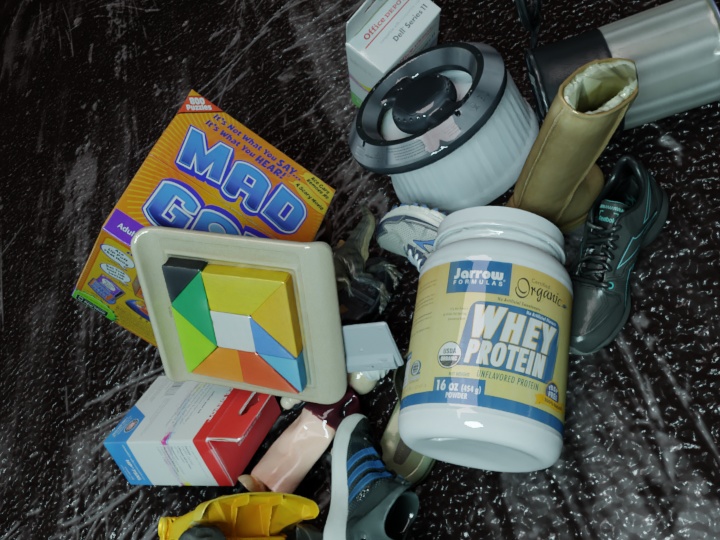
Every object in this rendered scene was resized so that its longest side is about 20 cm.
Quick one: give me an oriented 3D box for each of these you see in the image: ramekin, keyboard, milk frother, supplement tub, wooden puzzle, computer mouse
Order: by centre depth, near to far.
[{"bbox_3d":[0.114,0.062,0.687,0.142,0.144,0.205,-4,64,32],"label":"supplement tub"},{"bbox_3d":[-0.116,0.050,0.746,0.194,0.189,0.038,4,34,14],"label":"wooden puzzle"},{"bbox_3d":[-0.054,0.084,0.784,0.195,0.057,0.011,-8,29,25],"label":"keyboard"},{"bbox_3d":[0.260,-0.255,0.807,0.184,0.202,0.183,-17,38,11],"label":"milk frother"},{"bbox_3d":[-0.021,0.073,0.885,0.058,0.034,0.202,30,83,42],"label":"computer mouse"},{"bbox_3d":[0.108,-0.174,0.937,0.196,0.098,0.204,-20,47,22],"label":"ramekin"}]

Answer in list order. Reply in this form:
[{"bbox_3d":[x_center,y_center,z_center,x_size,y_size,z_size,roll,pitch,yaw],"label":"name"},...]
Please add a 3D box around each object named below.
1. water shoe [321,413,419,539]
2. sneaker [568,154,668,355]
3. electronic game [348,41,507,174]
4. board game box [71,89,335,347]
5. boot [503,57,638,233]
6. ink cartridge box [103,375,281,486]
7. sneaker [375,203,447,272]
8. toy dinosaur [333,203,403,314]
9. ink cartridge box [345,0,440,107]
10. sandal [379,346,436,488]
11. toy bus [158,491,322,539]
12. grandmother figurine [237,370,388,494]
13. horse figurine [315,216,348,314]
[{"bbox_3d":[0.015,0.203,0.680,0.077,0.073,0.201,-9,29,8],"label":"water shoe"},{"bbox_3d":[0.230,-0.018,0.738,0.074,0.079,0.203,13,66,39],"label":"sneaker"},{"bbox_3d":[0.072,-0.186,0.869,0.196,0.042,0.203,-23,40,20],"label":"electronic game"},{"bbox_3d":[-0.182,-0.032,0.893,0.199,0.198,0.203,-36,26,55],"label":"board game box"},{"bbox_3d":[0.209,-0.112,0.721,0.066,0.202,0.174,41,57,17],"label":"boot"},{"bbox_3d":[-0.170,0.172,0.852,0.196,0.068,0.117,-8,29,31],"label":"ink cartridge box"},{"bbox_3d":[0.085,-0.014,0.843,0.197,0.077,0.087,13,68,42],"label":"sneaker"},{"bbox_3d":[0.000,0.000,0.828,0.087,0.048,0.201,30,46,3],"label":"toy dinosaur"},{"bbox_3d":[0.043,-0.285,1.000,0.067,0.200,0.118,39,81,11],"label":"ink cartridge box"},{"bbox_3d":[0.064,0.114,0.763,0.078,0.057,0.205,1,59,41],"label":"sandal"},{"bbox_3d":[-0.128,0.312,0.693,0.190,0.134,0.205,-23,62,45],"label":"toy bus"},{"bbox_3d":[-0.042,0.157,0.810,0.120,0.061,0.201,32,74,38],"label":"grandmother figurine"},{"bbox_3d":[-0.060,0.023,0.908,0.132,0.050,0.202,-36,25,29],"label":"horse figurine"}]
